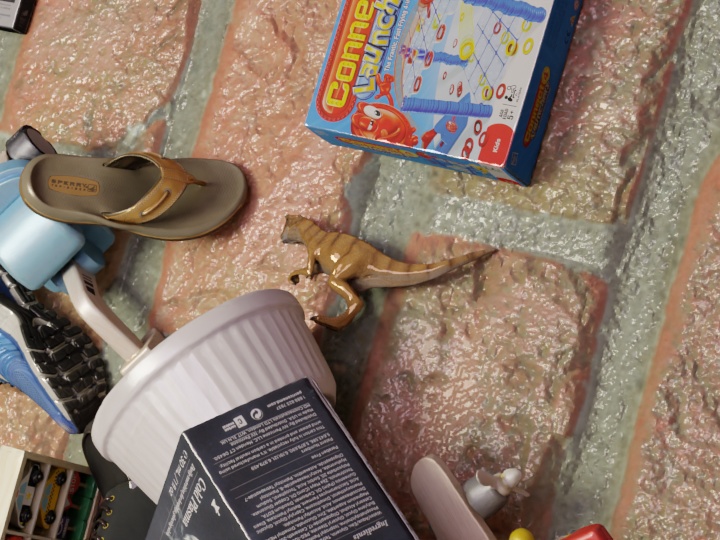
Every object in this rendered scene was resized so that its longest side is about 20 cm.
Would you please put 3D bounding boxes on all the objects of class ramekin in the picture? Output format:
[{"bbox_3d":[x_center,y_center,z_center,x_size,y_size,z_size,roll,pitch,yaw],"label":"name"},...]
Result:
[{"bbox_3d":[-0.108,0.114,1.551,0.202,0.202,0.094,-43,72,12],"label":"ramekin"}]

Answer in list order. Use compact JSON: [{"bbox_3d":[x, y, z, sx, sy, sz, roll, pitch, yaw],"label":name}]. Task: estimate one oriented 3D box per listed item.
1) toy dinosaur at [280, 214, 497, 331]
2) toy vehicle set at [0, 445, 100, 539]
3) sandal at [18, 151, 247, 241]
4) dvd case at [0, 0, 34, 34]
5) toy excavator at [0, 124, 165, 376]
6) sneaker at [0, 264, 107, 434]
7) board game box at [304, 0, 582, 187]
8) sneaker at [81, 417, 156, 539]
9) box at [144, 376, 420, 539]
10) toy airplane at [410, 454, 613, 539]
[{"bbox_3d":[0.000,0.000,1.597,0.199,0.060,0.107,17,84,30],"label":"toy dinosaur"},{"bbox_3d":[-0.287,0.258,1.644,0.026,0.124,0.201,11,83,29],"label":"toy vehicle set"},{"bbox_3d":[-0.193,-0.074,1.662,0.199,0.054,0.081,5,62,-14],"label":"sandal"},{"bbox_3d":[-0.363,-0.339,1.892,0.150,0.025,0.201,13,84,29],"label":"dvd case"},{"bbox_3d":[-0.260,-0.003,1.700,0.100,0.194,0.200,-41,35,12],"label":"toy excavator"},{"bbox_3d":[-0.305,0.076,1.737,0.200,0.078,0.089,47,124,21],"label":"sneaker"},{"bbox_3d":[0.073,-0.189,1.608,0.195,0.056,0.201,13,84,29],"label":"board game box"},{"bbox_3d":[-0.209,0.214,1.614,0.200,0.106,0.075,56,147,26],"label":"sneaker"},{"bbox_3d":[-0.056,0.225,1.448,0.197,0.123,0.200,53,147,22],"label":"box"},{"bbox_3d":[0.123,0.249,1.443,0.198,0.141,0.201,17,122,40],"label":"toy airplane"}]
